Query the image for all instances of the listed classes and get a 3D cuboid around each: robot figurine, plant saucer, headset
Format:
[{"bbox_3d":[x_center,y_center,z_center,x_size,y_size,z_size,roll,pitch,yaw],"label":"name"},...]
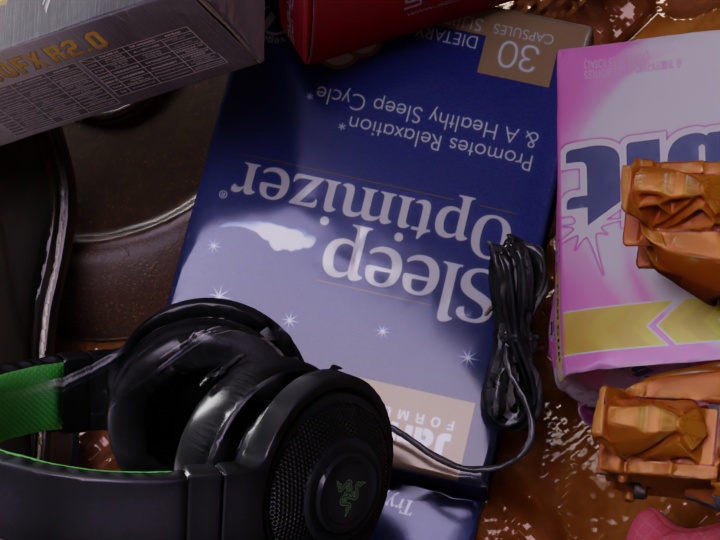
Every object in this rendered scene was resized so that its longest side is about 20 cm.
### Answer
[{"bbox_3d":[0.170,0.020,0.695,0.200,0.058,0.145,1,72,20],"label":"robot figurine"},{"bbox_3d":[-0.088,-0.073,0.916,0.200,0.034,0.201,-7,68,16],"label":"plant saucer"},{"bbox_3d":[-0.033,0.038,0.754,0.123,0.200,0.094,-149,60,-60],"label":"headset"}]

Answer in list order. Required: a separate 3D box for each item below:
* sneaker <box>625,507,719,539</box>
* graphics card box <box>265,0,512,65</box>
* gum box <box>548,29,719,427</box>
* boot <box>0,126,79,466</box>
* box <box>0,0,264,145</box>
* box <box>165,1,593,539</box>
[{"bbox_3d":[0.167,0.083,0.740,0.200,0.074,0.087,-17,63,13],"label":"sneaker"},{"bbox_3d":[-0.004,-0.168,0.876,0.125,0.051,0.200,-20,54,-18],"label":"graphics card box"},{"bbox_3d":[0.156,-0.018,0.787,0.200,0.066,0.114,-6,67,17],"label":"gum box"},{"bbox_3d":[-0.152,-0.009,0.845,0.075,0.097,0.200,-13,82,30],"label":"boot"},{"bbox_3d":[-0.127,-0.118,0.825,0.200,0.048,0.159,-15,57,25],"label":"box"},{"bbox_3d":[0.000,0.000,0.837,0.121,0.032,0.200,12,76,6],"label":"box"}]
